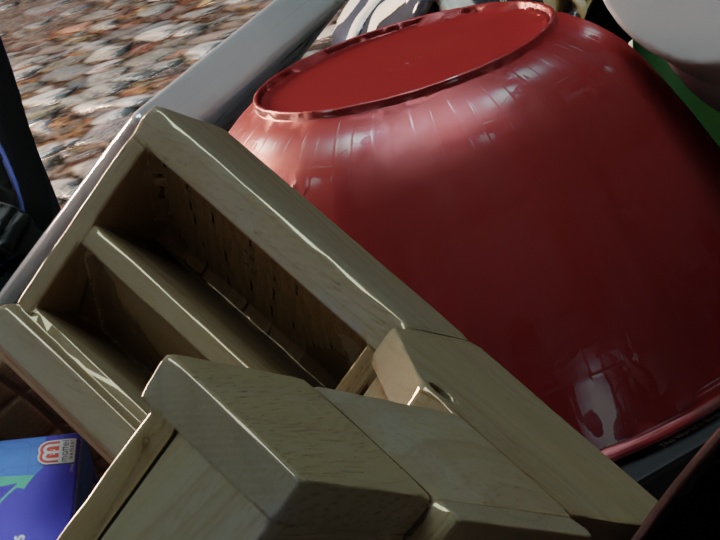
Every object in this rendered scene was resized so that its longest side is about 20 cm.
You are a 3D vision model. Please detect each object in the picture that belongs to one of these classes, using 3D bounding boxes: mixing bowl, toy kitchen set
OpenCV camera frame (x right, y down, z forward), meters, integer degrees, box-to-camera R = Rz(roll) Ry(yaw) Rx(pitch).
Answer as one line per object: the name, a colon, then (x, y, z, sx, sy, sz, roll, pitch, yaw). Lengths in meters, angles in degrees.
mixing bowl: (0.029, -0.016, 0.818, 0.200, 0.109, 0.200, -15, 18, 5)
toy kitchen set: (-0.067, 0.066, 0.615, 0.180, 0.163, 0.200, 41, 11, 26)

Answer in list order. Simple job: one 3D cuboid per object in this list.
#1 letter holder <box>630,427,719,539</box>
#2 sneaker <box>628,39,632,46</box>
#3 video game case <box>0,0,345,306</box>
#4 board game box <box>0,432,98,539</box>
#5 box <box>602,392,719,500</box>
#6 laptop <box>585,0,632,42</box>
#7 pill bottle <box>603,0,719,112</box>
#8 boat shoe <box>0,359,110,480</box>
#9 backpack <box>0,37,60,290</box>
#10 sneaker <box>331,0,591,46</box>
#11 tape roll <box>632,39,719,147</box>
letter holder: (0.106, 0.072, 0.586, 0.100, 0.142, 0.200, -7, 20, 29)
sneaker: (0.122, -0.060, 1.091, 0.073, 0.071, 0.200, -10, 18, 24)
video game case: (-0.093, -0.031, 1.112, 0.182, 0.023, 0.200, -50, -1, 31)
board game box: (-0.170, 0.118, 0.697, 0.200, 0.045, 0.152, -7, 40, 5)
box: (0.053, 0.064, 0.810, 0.200, 0.050, 0.158, -26, 19, -27)
laptop: (0.185, -0.169, 1.226, 0.187, 0.116, 0.200, -6, -12, -2)
pill bottle: (0.160, -0.091, 0.846, 0.114, 0.115, 0.200, -4, -10, 34)
boat shoe: (-0.154, 0.075, 0.843, 0.200, 0.072, 0.068, -31, 24, -33)
backpack: (-0.247, -0.042, 1.211, 0.200, 0.183, 0.147, -22, -8, 4)
sneaker: (0.067, -0.114, 0.996, 0.199, 0.079, 0.130, -42, 24, 15)
tape roll: (0.205, -0.099, 1.036, 0.200, 0.048, 0.201, -4, 43, 4)
